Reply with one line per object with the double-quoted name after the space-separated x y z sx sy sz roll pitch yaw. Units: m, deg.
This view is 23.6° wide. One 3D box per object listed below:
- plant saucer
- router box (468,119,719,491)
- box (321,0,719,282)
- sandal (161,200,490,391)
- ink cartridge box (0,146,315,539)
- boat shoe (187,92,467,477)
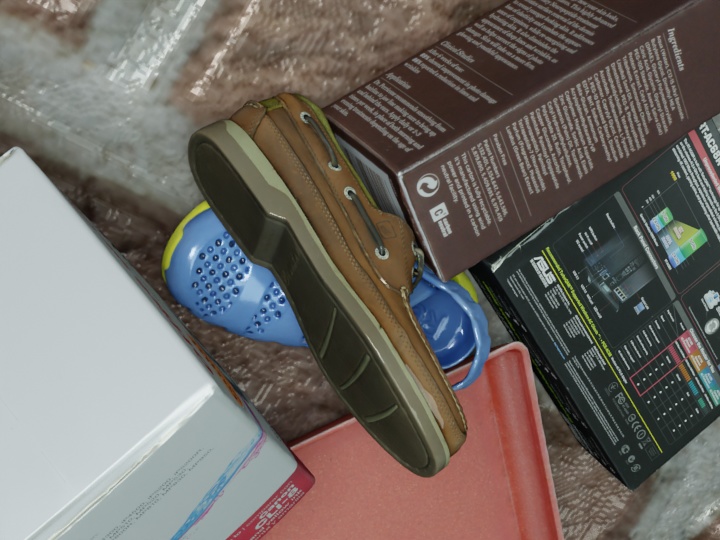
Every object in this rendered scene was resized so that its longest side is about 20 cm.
0.018 0.152 0.993 0.199 0.037 0.201 -24 123 -16 "plant saucer"
0.158 0.006 0.983 0.150 0.062 0.200 -38 124 -6 "router box"
0.091 -0.087 0.884 0.200 0.100 0.075 -32 123 -10 "box"
-0.007 0.015 0.889 0.199 0.087 0.080 14 108 -30 "sandal"
-0.133 0.071 0.762 0.145 0.145 0.200 -41 161 -4 "ink cartridge box"
0.000 0.000 0.821 0.068 0.072 0.200 -30 83 -26 "boat shoe"
